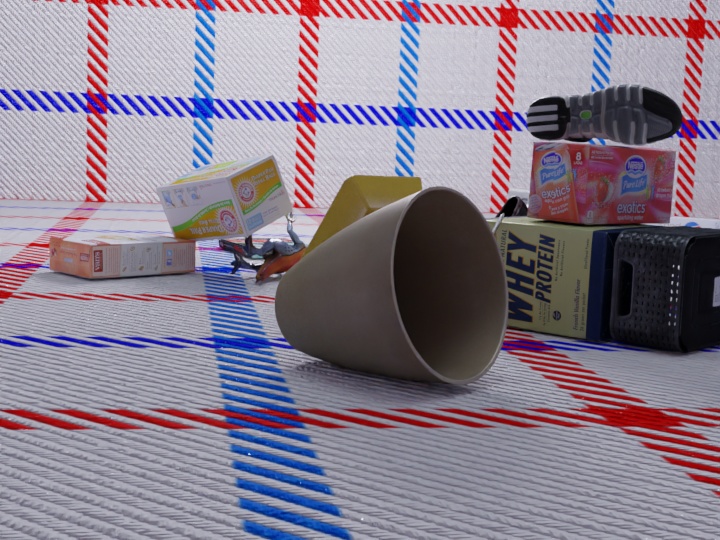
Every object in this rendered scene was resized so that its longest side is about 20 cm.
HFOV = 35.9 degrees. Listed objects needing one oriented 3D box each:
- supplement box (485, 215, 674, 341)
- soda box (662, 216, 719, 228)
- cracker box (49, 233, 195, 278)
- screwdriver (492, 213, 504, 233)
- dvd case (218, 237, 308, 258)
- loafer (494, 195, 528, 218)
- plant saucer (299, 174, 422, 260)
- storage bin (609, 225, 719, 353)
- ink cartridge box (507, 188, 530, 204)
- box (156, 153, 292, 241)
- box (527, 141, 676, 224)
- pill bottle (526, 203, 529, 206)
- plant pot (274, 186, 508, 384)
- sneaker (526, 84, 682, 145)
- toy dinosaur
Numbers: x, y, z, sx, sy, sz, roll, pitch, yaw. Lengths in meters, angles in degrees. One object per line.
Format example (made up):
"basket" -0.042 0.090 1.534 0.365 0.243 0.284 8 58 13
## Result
"supplement box" 0.276 0.003 1.460 0.199 0.136 0.199 8 9 40
"soda box" 0.813 -0.104 2.820 0.198 0.064 0.068 6 7 20
"cracker box" -0.386 -0.026 1.805 0.199 0.058 0.133 -5 10 -44
"screwdriver" 0.135 -0.001 1.362 0.028 0.201 0.029 15 -29 28
"dvd case" -0.181 -0.045 2.187 0.145 0.022 0.200 -1 7 -26
"loafer" 0.172 -0.025 1.546 0.072 0.063 0.200 14 51 44
"plant saucer" 0.010 -0.061 1.828 0.048 0.201 0.199 45 29 27
"storage bin" 0.397 0.019 1.358 0.093 0.137 0.199 8 9 43
"ink cartridge box" 0.360 -0.074 2.089 0.082 0.148 0.200 0 8 -25
"box" -0.225 -0.117 1.826 0.199 0.102 0.112 -3 22 45
"box" 0.319 -0.115 1.456 0.199 0.104 0.094 -2 8 -43
"pill bottle" 0.272 -0.047 1.659 0.200 0.110 0.109 -38 23 -18
"plant pot" 0.015 0.027 1.112 0.199 0.189 0.186 -10 -3 41
"sneaker" 0.325 -0.200 1.445 0.198 0.076 0.115 6 5 25
"toy dinosaur" -0.123 -0.010 1.850 0.180 0.105 0.201 9 37 -30
